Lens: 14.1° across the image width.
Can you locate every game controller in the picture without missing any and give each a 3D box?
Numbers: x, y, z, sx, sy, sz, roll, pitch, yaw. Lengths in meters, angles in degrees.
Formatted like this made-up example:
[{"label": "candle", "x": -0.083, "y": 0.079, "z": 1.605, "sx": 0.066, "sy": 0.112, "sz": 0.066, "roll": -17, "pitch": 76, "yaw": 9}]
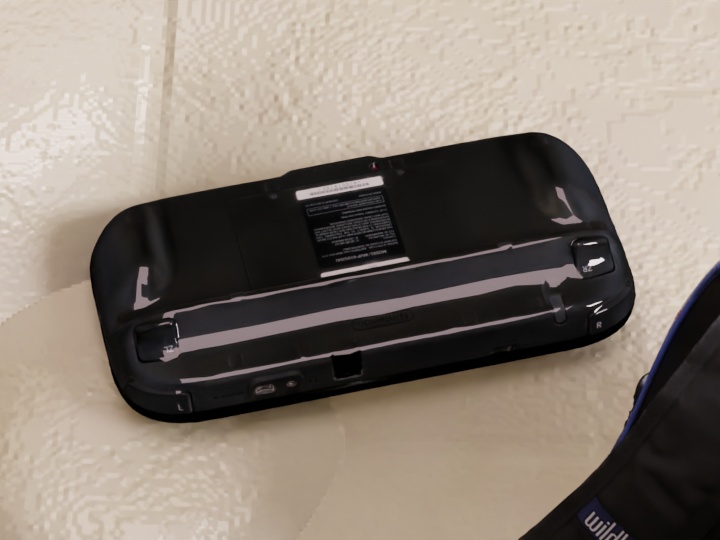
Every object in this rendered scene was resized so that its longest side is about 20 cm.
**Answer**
[{"label": "game controller", "x": 0.000, "y": 0.000, "z": 1.093, "sx": 0.199, "sy": 0.042, "sz": 0.105, "roll": -10, "pitch": 40, "yaw": -8}]

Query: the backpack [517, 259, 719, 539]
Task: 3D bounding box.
[{"label": "backpack", "x": 0.174, "y": 0.073, "z": 0.942, "sx": 0.200, "sy": 0.191, "sz": 0.154, "roll": 36, "pitch": 45, "yaw": 23}]
